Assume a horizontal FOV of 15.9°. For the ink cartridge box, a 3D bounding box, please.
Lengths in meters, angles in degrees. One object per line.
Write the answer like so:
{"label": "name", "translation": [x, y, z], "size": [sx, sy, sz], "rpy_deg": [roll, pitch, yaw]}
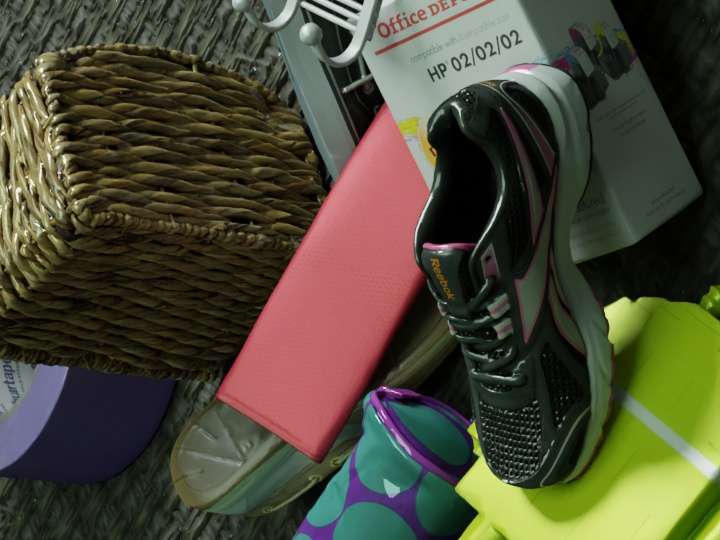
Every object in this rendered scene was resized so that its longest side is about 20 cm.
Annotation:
{"label": "ink cartridge box", "translation": [0.072, -0.101, 1.295], "size": [0.115, 0.068, 0.201], "rpy_deg": [-21, 98, 47]}

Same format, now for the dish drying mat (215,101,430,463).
{"label": "dish drying mat", "translation": [0.000, 0.000, 1.394], "size": [0.077, 0.018, 0.200], "rpy_deg": [31, 93, 25]}

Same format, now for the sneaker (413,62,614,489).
{"label": "sneaker", "translation": [0.060, 0.005, 1.220], "size": [0.080, 0.086, 0.201], "rpy_deg": [-5, 94, 42]}

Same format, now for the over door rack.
{"label": "over door rack", "translation": [-0.019, -0.218, 1.306], "size": [0.148, 0.066, 0.201], "rpy_deg": [33, 99, 51]}

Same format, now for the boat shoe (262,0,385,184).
{"label": "boat shoe", "translation": [-0.006, -0.116, 1.436], "size": [0.074, 0.068, 0.200], "rpy_deg": [-124, 13, -78]}

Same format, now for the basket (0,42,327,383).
{"label": "basket", "translation": [-0.138, -0.036, 1.505], "size": [0.149, 0.199, 0.143], "rpy_deg": [-44, 53, 38]}

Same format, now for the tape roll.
{"label": "tape roll", "translation": [-0.203, 0.035, 1.665], "size": [0.200, 0.085, 0.201], "rpy_deg": [-11, 75, 49]}

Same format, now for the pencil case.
{"label": "pencil case", "translation": [-0.002, 0.155, 1.395], "size": [0.200, 0.085, 0.093], "rpy_deg": [-58, 43, 27]}

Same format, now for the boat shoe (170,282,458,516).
{"label": "boat shoe", "translation": [-0.015, 0.068, 1.440], "size": [0.200, 0.066, 0.074], "rpy_deg": [-35, 55, 17]}

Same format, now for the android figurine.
{"label": "android figurine", "translation": [0.126, 0.095, 1.244], "size": [0.200, 0.041, 0.182], "rpy_deg": [-51, 44, 0]}
